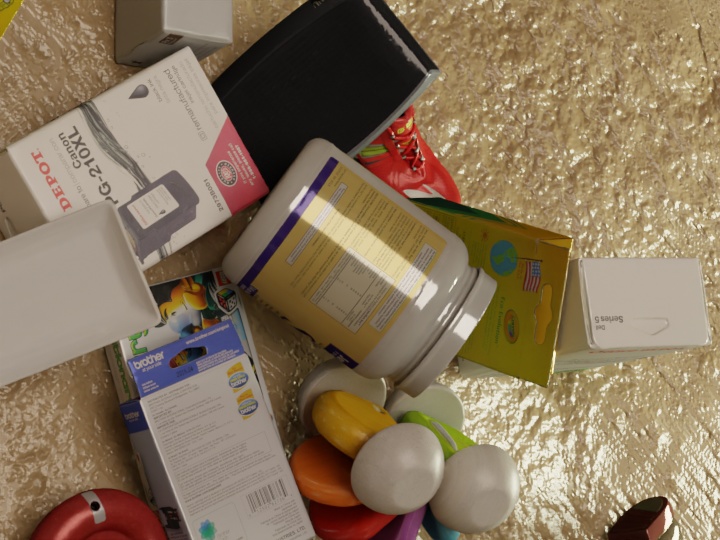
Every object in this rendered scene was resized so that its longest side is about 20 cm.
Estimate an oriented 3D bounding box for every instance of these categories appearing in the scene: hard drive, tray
[{"bbox_3d":[-0.040,-0.153,1.726,0.200,0.042,0.135,-39,104,5],"label":"hard drive"},{"bbox_3d":[-0.267,0.027,1.557,0.199,0.022,0.108,-21,99,4],"label":"tray"}]

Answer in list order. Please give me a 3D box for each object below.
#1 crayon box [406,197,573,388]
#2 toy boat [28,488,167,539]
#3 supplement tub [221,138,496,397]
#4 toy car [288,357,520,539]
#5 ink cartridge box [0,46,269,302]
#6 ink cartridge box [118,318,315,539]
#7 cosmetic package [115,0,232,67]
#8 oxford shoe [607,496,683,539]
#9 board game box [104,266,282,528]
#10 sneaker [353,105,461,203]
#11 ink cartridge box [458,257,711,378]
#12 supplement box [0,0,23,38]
[{"bbox_3d":[0.114,0.018,1.736,0.051,0.200,0.127,-3,107,-44],"label":"crayon box"},{"bbox_3d":[-0.181,0.265,1.546,0.130,0.131,0.201,-17,75,-35],"label":"toy boat"},{"bbox_3d":[0.000,0.000,1.661,0.200,0.145,0.146,36,62,-4],"label":"supplement tub"},{"bbox_3d":[0.027,0.179,1.709,0.200,0.175,0.150,18,107,-33],"label":"toy car"},{"bbox_3d":[-0.199,-0.074,1.642,0.200,0.084,0.145,-34,99,-32],"label":"ink cartridge box"},{"bbox_3d":[-0.123,0.152,1.626,0.119,0.042,0.201,-23,95,-40],"label":"ink cartridge box"},{"bbox_3d":[-0.161,-0.282,1.702,0.074,0.102,0.201,5,78,-31],"label":"cosmetic package"},{"bbox_3d":[0.249,0.302,1.865,0.200,0.070,0.075,-42,109,-31],"label":"oxford shoe"},{"bbox_3d":[-0.142,0.106,1.672,0.126,0.035,0.201,-15,89,-34],"label":"board game box"},{"bbox_3d":[0.026,-0.121,1.798,0.200,0.085,0.077,48,60,-15],"label":"sneaker"},{"bbox_3d":[0.201,0.044,1.807,0.145,0.200,0.084,-1,80,-33],"label":"ink cartridge box"},{"bbox_3d":[-0.346,-0.195,1.504,0.109,0.200,0.110,35,63,-22],"label":"supplement box"}]
